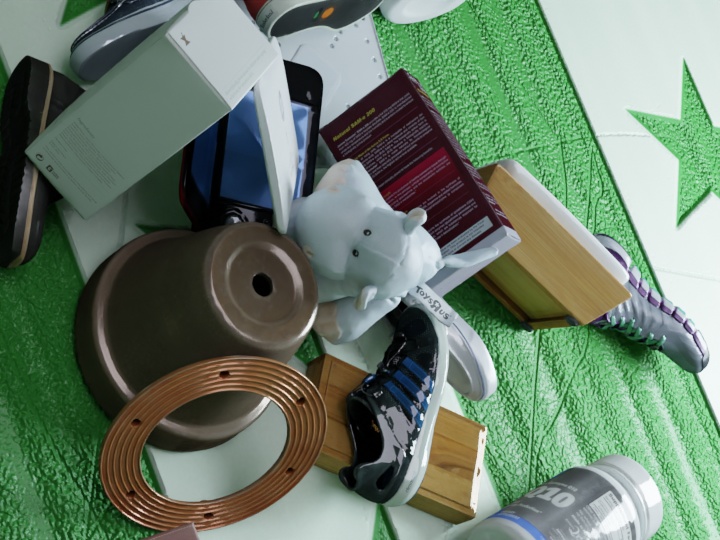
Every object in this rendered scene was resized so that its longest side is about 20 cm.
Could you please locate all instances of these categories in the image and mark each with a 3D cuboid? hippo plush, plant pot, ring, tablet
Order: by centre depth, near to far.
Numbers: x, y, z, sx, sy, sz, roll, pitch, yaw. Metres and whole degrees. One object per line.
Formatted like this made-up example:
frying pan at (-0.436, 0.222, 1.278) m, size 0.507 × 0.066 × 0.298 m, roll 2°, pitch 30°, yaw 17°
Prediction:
ring at (-0.125, 0.146, 1.272) m, size 0.199 × 0.201 × 0.019 m, roll 11°, pitch 32°, yaw -32°
plant pot at (-0.127, 0.042, 1.311) m, size 0.199 × 0.174 × 0.202 m, roll 14°, pitch 64°, yaw -31°
tablet at (-0.072, -0.124, 1.331) m, size 0.200 × 0.014 × 0.131 m, roll -90°, pitch 171°, yaw -69°
hippo plush at (0.000, 0.000, 1.347) m, size 0.199 × 0.161 × 0.160 m, roll 33°, pitch 97°, yaw 2°

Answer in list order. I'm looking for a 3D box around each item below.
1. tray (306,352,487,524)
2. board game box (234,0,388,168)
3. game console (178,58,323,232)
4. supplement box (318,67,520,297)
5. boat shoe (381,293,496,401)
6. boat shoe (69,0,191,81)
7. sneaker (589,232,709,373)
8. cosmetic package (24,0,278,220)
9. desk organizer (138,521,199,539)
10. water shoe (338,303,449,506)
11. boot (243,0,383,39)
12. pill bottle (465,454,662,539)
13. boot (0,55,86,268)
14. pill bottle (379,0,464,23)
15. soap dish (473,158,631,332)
tray at (0.032, 0.165, 1.462) m, size 0.199 × 0.037 × 0.099 m, roll 27°, pitch 57°, yaw -25°
board game box at (-0.055, -0.198, 1.562) m, size 0.199 × 0.026 × 0.202 m, roll -5°, pitch 74°, yaw -38°
game console at (-0.099, -0.129, 1.411) m, size 0.171 × 0.118 × 0.202 m, roll 13°, pitch 74°, yaw -25°
supplement box at (0.057, -0.084, 1.474) m, size 0.201 × 0.108 × 0.061 m, roll 59°, pitch 14°, yaw 14°
boat shoe at (0.056, 0.058, 1.511) m, size 0.065 × 0.074 × 0.200 m, roll -35°, pitch 83°, yaw -35°
boat shoe at (-0.222, -0.257, 1.447) m, size 0.091 × 0.071 × 0.200 m, roll 47°, pitch 51°, yaw 8°
sneaker at (0.302, 0.057, 1.694) m, size 0.200 × 0.074 × 0.087 m, roll 46°, pitch 65°, yaw 1°
cosmetic package at (-0.176, -0.140, 1.255) m, size 0.085 × 0.199 × 0.108 m, roll 50°, pitch 38°, yaw -14°
desk organizer at (-0.216, 0.275, 1.214) m, size 0.199 × 0.072 × 0.078 m, roll -13°, pitch 76°, yaw -39°
water shoe at (0.030, 0.117, 1.407) m, size 0.078 × 0.071 × 0.202 m, roll 22°, pitch 63°, yaw -29°
boot at (-0.064, -0.319, 1.550) m, size 0.199 × 0.072 × 0.145 m, roll -18°, pitch 67°, yaw -49°
pill bottle at (0.206, 0.264, 1.496) m, size 0.199 × 0.114 × 0.115 m, roll -23°, pitch 84°, yaw -40°
boot at (-0.252, -0.084, 1.343) m, size 0.137 × 0.077 × 0.202 m, roll 20°, pitch 61°, yaw -33°
pill bottle at (0.047, -0.386, 1.660) m, size 0.112 × 0.112 × 0.202 m, roll -9°, pitch 76°, yaw -38°
soap dish at (0.169, -0.020, 1.570) m, size 0.200 × 0.157 × 0.081 m, roll 43°, pitch 73°, yaw -13°
